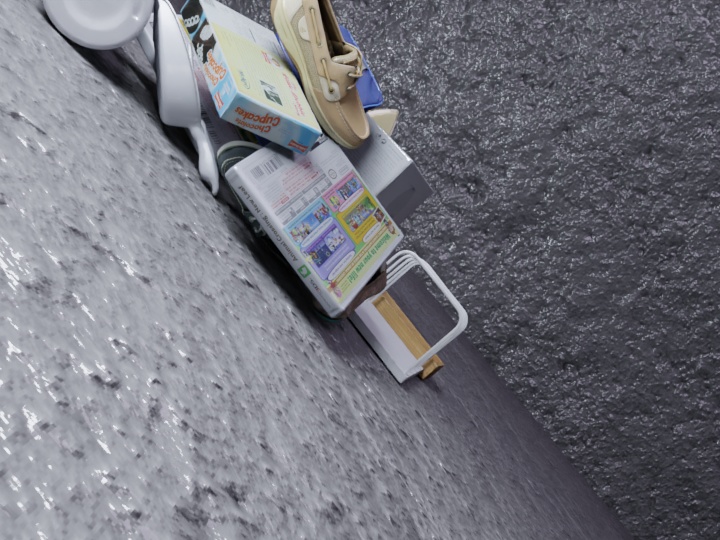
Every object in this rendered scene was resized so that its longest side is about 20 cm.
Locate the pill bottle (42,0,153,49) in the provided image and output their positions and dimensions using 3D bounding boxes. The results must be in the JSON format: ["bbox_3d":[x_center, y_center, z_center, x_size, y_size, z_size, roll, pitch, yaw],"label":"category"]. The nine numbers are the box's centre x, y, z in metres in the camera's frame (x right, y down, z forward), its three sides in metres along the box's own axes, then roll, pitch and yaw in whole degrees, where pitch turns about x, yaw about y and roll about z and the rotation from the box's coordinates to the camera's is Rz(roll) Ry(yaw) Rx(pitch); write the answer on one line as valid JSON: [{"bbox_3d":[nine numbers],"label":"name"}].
[{"bbox_3d":[-0.282,-0.314,0.883,0.111,0.111,0.200,46,7,-29],"label":"pill bottle"}]

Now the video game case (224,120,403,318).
[{"bbox_3d":[-0.042,-0.067,0.899,0.183,0.022,0.200,53,32,-7],"label":"video game case"}]

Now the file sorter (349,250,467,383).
[{"bbox_3d":[0.072,0.061,1.164,0.139,0.124,0.200,51,5,9],"label":"file sorter"}]

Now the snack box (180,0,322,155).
[{"bbox_3d":[-0.122,-0.219,0.896,0.115,0.037,0.202,19,35,-41],"label":"snack box"}]

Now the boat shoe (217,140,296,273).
[{"bbox_3d":[-0.093,-0.063,0.928,0.201,0.072,0.062,52,25,-39],"label":"boat shoe"}]

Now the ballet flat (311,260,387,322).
[{"bbox_3d":[0.000,0.000,0.983,0.067,0.068,0.200,26,23,5],"label":"ballet flat"}]

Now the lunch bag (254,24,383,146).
[{"bbox_3d":[-0.067,-0.243,1.068,0.137,0.131,0.200,58,32,-1],"label":"lunch bag"}]

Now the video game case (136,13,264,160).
[{"bbox_3d":[-0.184,-0.236,1.048,0.181,0.023,0.202,-23,83,-57],"label":"video game case"}]

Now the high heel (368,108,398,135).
[{"bbox_3d":[-0.033,-0.224,1.414,0.142,0.199,0.072,8,-48,56],"label":"high heel"}]

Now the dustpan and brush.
[{"bbox_3d":[-0.191,-0.181,0.896,0.139,0.056,0.204,150,-66,-72],"label":"dustpan and brush"}]

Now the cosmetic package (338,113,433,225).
[{"bbox_3d":[-0.008,-0.117,1.286,0.123,0.200,0.199,47,4,16],"label":"cosmetic package"}]

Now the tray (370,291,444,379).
[{"bbox_3d":[0.056,0.086,1.323,0.201,0.037,0.099,53,6,12],"label":"tray"}]

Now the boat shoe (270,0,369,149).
[{"bbox_3d":[-0.031,-0.228,0.933,0.201,0.064,0.072,59,33,-34],"label":"boat shoe"}]
